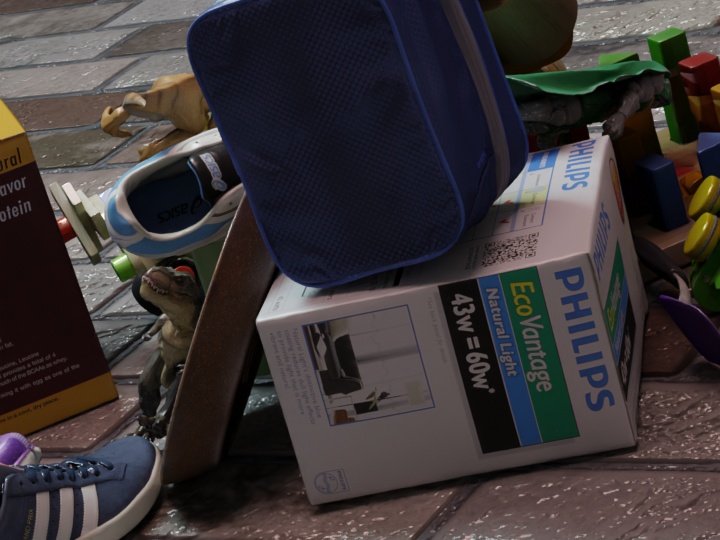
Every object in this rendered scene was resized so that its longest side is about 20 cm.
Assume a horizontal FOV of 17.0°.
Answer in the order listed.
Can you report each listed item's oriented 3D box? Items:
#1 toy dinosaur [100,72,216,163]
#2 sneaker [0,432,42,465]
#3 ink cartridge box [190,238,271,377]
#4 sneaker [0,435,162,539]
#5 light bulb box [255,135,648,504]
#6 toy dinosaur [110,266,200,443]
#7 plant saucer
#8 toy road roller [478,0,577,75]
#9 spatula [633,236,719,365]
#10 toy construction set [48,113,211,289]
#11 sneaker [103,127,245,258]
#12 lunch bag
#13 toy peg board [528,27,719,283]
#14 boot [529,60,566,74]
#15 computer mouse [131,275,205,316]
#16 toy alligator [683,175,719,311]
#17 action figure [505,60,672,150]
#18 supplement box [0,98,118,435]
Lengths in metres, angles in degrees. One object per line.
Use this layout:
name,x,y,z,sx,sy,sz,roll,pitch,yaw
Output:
toy dinosaur,-0.125,-0.110,1.574,0.106,0.061,0.200,-38,-13,32
sneaker,-0.296,0.133,1.501,0.199,0.084,0.081,-15,15,15
ink cartridge box,0.000,0.000,1.586,0.199,0.104,0.059,-11,21,17
sneaker,-0.196,0.135,1.426,0.075,0.085,0.200,-3,24,41
light bulb box,0.062,0.026,1.440,0.199,0.126,0.198,-11,21,14
toy dinosaur,-0.122,0.070,1.525,0.047,0.200,0.089,20,66,6
plant saucer,-0.077,0.039,1.471,0.034,0.201,0.200,18,26,2
toy road roller,0.052,-0.130,1.630,0.199,0.123,0.147,-23,58,19
spatula,0.193,0.015,1.461,0.021,0.057,0.200,-36,18,8
toy construction set,-0.121,-0.056,1.679,0.199,0.132,0.092,-30,2,6
sneaker,-0.071,-0.066,1.548,0.199,0.072,0.072,-28,-4,-5
lunch bag,0.000,-0.108,1.369,0.135,0.201,0.132,-12,18,28
toy peg board,0.194,-0.083,1.651,0.199,0.098,0.199,-24,21,-14
boot,0.054,-0.079,1.737,0.199,0.073,0.156,-28,12,26
computer mouse,-0.079,0.020,1.717,0.199,0.034,0.058,4,12,34
toy alligator,0.234,-0.030,1.526,0.054,0.059,0.201,-56,10,37
action figure,0.138,-0.107,1.557,0.199,0.055,0.118,-16,3,-43
supplement box,-0.298,0.015,1.654,0.196,0.201,0.133,-22,21,-11
